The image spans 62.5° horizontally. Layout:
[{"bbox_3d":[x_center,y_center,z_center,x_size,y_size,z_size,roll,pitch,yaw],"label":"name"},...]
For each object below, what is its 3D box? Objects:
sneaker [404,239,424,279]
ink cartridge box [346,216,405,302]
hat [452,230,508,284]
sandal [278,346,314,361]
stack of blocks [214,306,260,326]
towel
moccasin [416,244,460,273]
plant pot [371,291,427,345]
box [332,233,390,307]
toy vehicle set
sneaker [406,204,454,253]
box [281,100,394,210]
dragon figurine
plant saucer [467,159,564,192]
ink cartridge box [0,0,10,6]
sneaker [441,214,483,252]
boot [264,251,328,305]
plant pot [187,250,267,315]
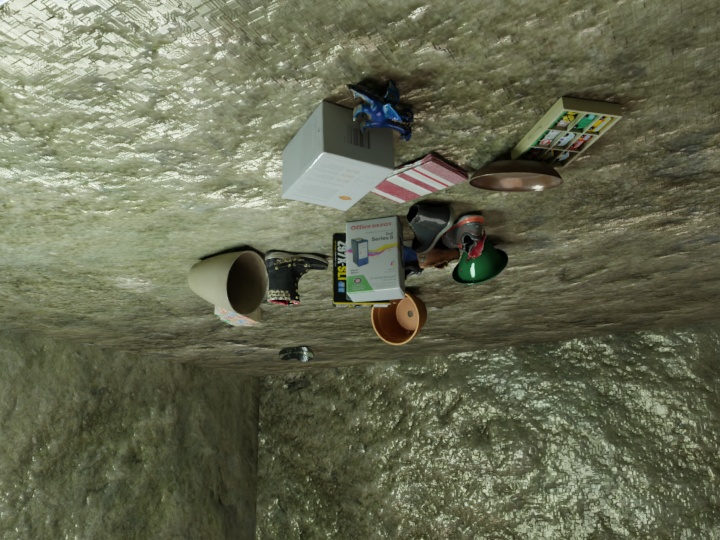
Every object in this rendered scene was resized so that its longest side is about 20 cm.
[{"bbox_3d":[0.089,-0.022,1.723,0.197,0.113,0.077,-4,162,9],"label":"sneaker"},{"bbox_3d":[0.039,-0.029,1.558,0.143,0.202,0.088,-5,158,13],"label":"ink cartridge box"},{"bbox_3d":[0.322,-0.077,1.691,0.198,0.166,0.177,-5,126,41],"label":"hat"},{"bbox_3d":[-0.338,0.441,3.162,0.198,0.081,0.057,-1,180,19],"label":"sandal"},{"bbox_3d":[-0.488,0.163,2.314,0.114,0.059,0.200,-8,161,18],"label":"stack of blocks"},{"bbox_3d":[0.123,-0.202,1.332,0.199,0.023,0.143,-15,159,40],"label":"towel"},{"bbox_3d":[0.227,-0.033,1.704,0.073,0.079,0.201,7,-173,29],"label":"moccasin"},{"bbox_3d":[0.159,0.167,2.200,0.198,0.203,0.139,-14,174,33],"label":"plant pot"},{"bbox_3d":[0.000,0.000,1.640,0.157,0.203,0.049,0,163,-4],"label":"box"},{"bbox_3d":[0.394,-0.263,1.156,0.123,0.027,0.200,3,161,-13],"label":"toy vehicle set"},{"bbox_3d":[0.153,-0.113,1.535,0.105,0.076,0.200,9,150,-17],"label":"sneaker"},{"bbox_3d":[-0.049,-0.213,1.146,0.151,0.108,0.200,8,159,-29],"label":"box"},{"bbox_3d":[0.039,-0.283,1.016,0.098,0.060,0.200,-6,162,14],"label":"dragon figurine"},{"bbox_3d":[0.330,-0.202,1.263,0.198,0.037,0.200,3,178,0],"label":"plant saucer"},{"bbox_3d":[-0.437,-0.383,0.713,0.198,0.040,0.099,-12,159,24],"label":"ink cartridge box"},{"bbox_3d":[0.270,-0.083,1.597,0.076,0.083,0.200,1,164,-10],"label":"sneaker"},{"bbox_3d":[-0.191,0.026,1.780,0.198,0.153,0.073,7,160,-24],"label":"boot"},{"bbox_3d":[-0.412,0.029,1.773,0.198,0.190,0.187,5,167,29],"label":"plant pot"}]
